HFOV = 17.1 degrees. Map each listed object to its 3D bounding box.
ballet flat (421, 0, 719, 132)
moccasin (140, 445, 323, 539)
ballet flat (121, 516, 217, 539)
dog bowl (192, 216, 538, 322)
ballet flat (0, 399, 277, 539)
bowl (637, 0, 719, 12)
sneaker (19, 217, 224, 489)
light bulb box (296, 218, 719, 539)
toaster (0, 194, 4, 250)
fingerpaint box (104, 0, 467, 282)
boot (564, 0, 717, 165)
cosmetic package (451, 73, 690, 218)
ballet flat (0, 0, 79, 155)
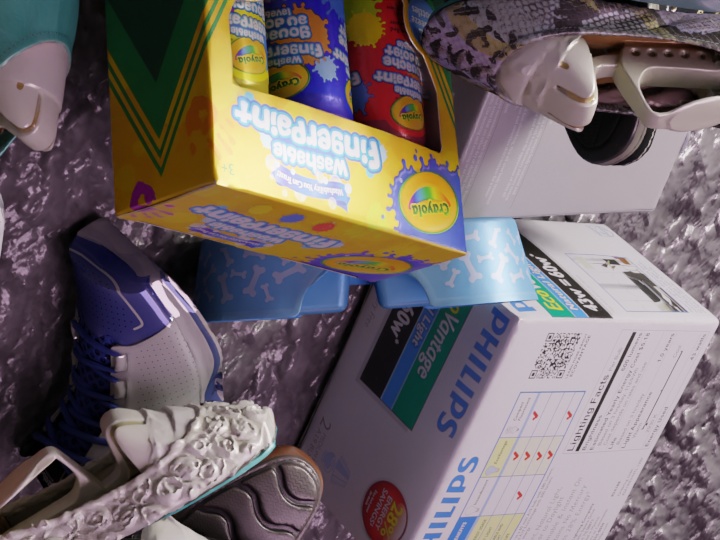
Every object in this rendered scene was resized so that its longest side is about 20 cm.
[{"bbox_3d":[0.132,-0.105,1.257,0.199,0.072,0.072,3,124,-10],"label":"ballet flat"},{"bbox_3d":[-0.103,0.178,1.455,0.074,0.078,0.201,39,104,-12],"label":"moccasin"},{"bbox_3d":[-0.138,0.176,1.370,0.199,0.068,0.069,-2,131,-2],"label":"ballet flat"},{"bbox_3d":[0.000,0.000,1.355,0.199,0.111,0.050,-4,89,0],"label":"dog bowl"},{"bbox_3d":[-0.139,0.115,1.285,0.199,0.072,0.072,-31,140,-5],"label":"ballet flat"},{"bbox_3d":[0.185,-0.211,1.210,0.200,0.105,0.202,-26,136,-28],"label":"bowl"},{"bbox_3d":[-0.137,0.077,1.342,0.115,0.080,0.200,-37,142,-18],"label":"sneaker"},{"bbox_3d":[0.091,0.079,1.532,0.199,0.125,0.199,3,120,-45],"label":"light bulb box"},{"bbox_3d":[-0.249,-0.014,1.065,0.129,0.199,0.114,3,98,-45],"label":"toaster"},{"bbox_3d":[-0.036,-0.096,1.228,0.199,0.073,0.168,15,65,-49],"label":"fingerpaint box"},{"bbox_3d":[0.187,-0.142,1.390,0.153,0.073,0.205,20,63,-40],"label":"boot"},{"bbox_3d":[0.107,-0.095,1.436,0.199,0.090,0.107,-4,124,-46],"label":"cosmetic package"},{"bbox_3d":[-0.189,-0.066,1.178,0.200,0.070,0.067,-50,155,1],"label":"ballet flat"}]
